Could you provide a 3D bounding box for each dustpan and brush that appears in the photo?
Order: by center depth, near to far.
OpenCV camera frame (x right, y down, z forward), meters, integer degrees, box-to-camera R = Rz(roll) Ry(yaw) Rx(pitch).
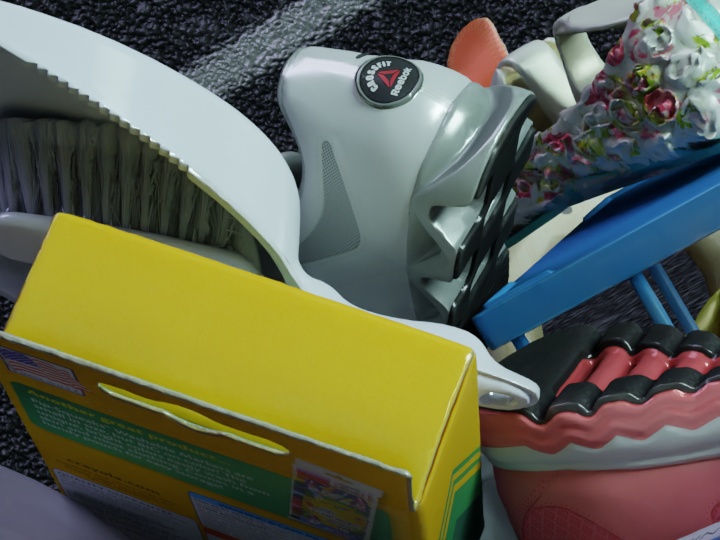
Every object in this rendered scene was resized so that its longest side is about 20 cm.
[{"bbox_3d":[-0.040,-0.004,0.767,0.140,0.199,0.057,98,-175,-58],"label":"dustpan and brush"}]

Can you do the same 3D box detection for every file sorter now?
[{"bbox_3d":[0.167,0.002,0.837,0.200,0.123,0.139,-30,4,29],"label":"file sorter"}]

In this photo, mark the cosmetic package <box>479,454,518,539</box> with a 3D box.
[{"bbox_3d":[-0.014,0.141,0.887,0.199,0.074,0.102,-30,2,-7],"label":"cosmetic package"}]

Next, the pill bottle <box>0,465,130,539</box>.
[{"bbox_3d":[-0.144,0.161,0.765,0.201,0.115,0.116,-64,-2,9],"label":"pill bottle"}]

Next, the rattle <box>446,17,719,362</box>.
[{"bbox_3d":[0.092,-0.011,1.016,0.130,0.201,0.143,-25,3,9],"label":"rattle"}]

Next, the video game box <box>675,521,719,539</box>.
[{"bbox_3d":[0.039,0.137,0.683,0.182,0.047,0.200,-33,2,37],"label":"video game box"}]

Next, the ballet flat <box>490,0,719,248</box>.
[{"bbox_3d":[0.081,-0.057,0.890,0.076,0.064,0.200,-34,3,-29],"label":"ballet flat"}]

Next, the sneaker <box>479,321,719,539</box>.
[{"bbox_3d":[0.130,0.063,0.764,0.199,0.087,0.074,-1,24,31],"label":"sneaker"}]

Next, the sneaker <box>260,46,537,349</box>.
[{"bbox_3d":[0.000,0.000,0.847,0.201,0.088,0.074,98,-162,-47],"label":"sneaker"}]

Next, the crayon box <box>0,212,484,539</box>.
[{"bbox_3d":[-0.030,0.048,0.754,0.200,0.125,0.052,81,-151,-69],"label":"crayon box"}]
